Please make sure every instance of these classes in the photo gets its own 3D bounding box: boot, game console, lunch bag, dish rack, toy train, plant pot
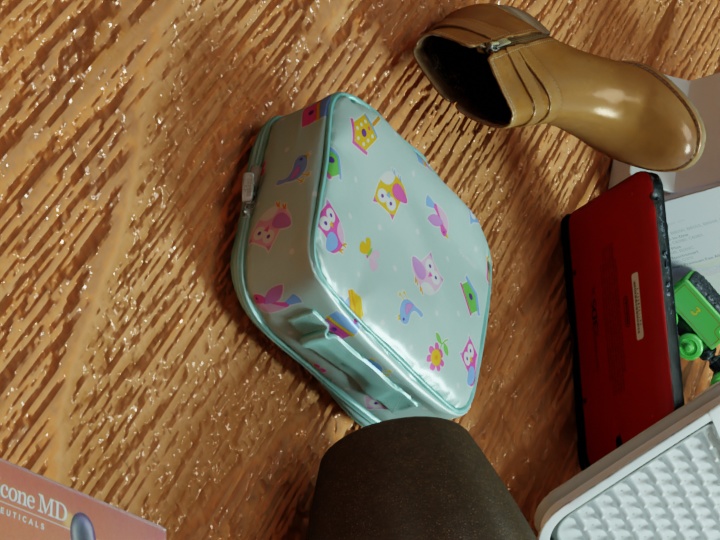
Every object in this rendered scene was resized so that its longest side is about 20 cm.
[{"bbox_3d":[0.138,-0.123,1.530,0.200,0.077,0.155,39,24,12],"label":"boot"},{"bbox_3d":[0.219,0.050,1.626,0.118,0.172,0.202,6,69,-27],"label":"game console"},{"bbox_3d":[0.000,0.000,1.342,0.200,0.077,0.161,43,45,-40],"label":"lunch bag"},{"bbox_3d":[0.216,0.161,1.517,0.044,0.199,0.172,55,-3,46],"label":"dish rack"},{"bbox_3d":[0.310,0.084,1.742,0.200,0.056,0.042,47,26,1],"label":"toy train"},{"bbox_3d":[0.039,0.192,1.251,0.187,0.186,0.201,29,41,-48],"label":"plant pot"}]

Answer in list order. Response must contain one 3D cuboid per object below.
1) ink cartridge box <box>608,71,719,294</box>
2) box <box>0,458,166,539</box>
[{"bbox_3d":[0.292,-0.061,1.769,0.200,0.125,0.129,47,41,-37],"label":"ink cartridge box"},{"bbox_3d":[-0.177,0.196,0.963,0.152,0.106,0.201,31,53,-48],"label":"box"}]
